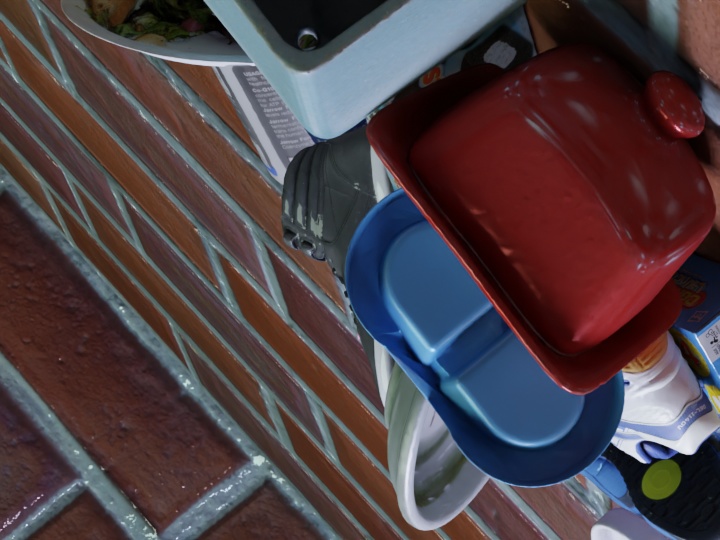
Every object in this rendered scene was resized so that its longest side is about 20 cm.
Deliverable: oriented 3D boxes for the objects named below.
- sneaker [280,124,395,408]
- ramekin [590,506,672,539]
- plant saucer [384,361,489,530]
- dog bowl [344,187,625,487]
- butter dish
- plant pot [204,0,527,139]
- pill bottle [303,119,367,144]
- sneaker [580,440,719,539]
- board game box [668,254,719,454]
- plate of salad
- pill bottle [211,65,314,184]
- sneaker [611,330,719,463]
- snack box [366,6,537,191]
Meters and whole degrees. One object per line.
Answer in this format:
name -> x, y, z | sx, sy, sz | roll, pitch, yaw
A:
sneaker -> 0.000, 0.000, 1.646 | 0.099, 0.070, 0.202 | -4, 92, 39
ramekin -> 0.274, 0.233, 1.792 | 0.200, 0.105, 0.200 | 49, 168, 14
plant saucer -> 0.063, 0.069, 1.588 | 0.050, 0.201, 0.200 | 23, 157, 23
dog bowl -> 0.072, 0.039, 1.466 | 0.200, 0.111, 0.050 | 51, 172, 2
butter dish -> 0.135, -0.058, 1.394 | 0.200, 0.148, 0.199 | 53, -148, 4
plant pot -> -0.006, -0.188, 1.347 | 0.196, 0.196, 0.200 | 51, 170, 18
pill bottle -> -0.015, -0.160, 1.684 | 0.200, 0.111, 0.111 | 55, 167, -18
sneaker -> 0.201, 0.138, 1.629 | 0.078, 0.066, 0.200 | 46, 174, -36
board game box -> 0.232, 0.076, 1.603 | 0.196, 0.056, 0.200 | 56, 167, -23
plate of salad -> -0.088, -0.175, 1.526 | 0.200, 0.199, 0.048 | 37, 130, 49
pill bottle -> -0.055, -0.165, 1.814 | 0.114, 0.114, 0.201 | 39, 162, 46
sneaker -> 0.166, 0.089, 1.570 | 0.088, 0.075, 0.200 | 52, 169, -5
snack box -> 0.057, -0.118, 1.532 | 0.037, 0.116, 0.200 | 41, 165, 36
